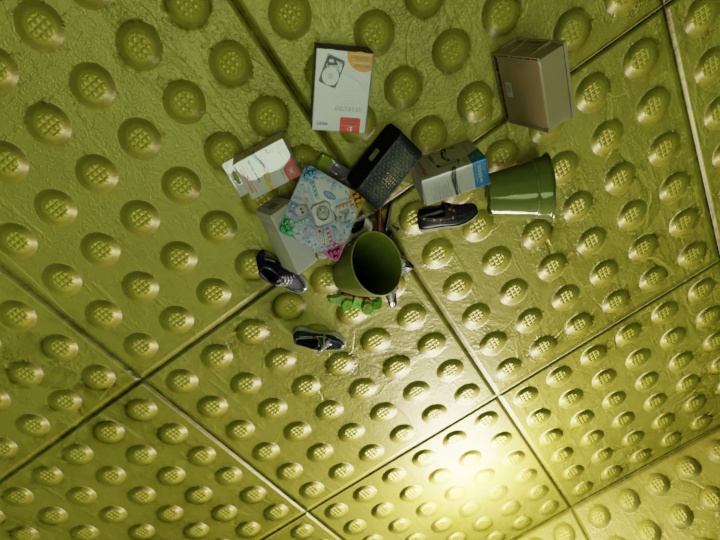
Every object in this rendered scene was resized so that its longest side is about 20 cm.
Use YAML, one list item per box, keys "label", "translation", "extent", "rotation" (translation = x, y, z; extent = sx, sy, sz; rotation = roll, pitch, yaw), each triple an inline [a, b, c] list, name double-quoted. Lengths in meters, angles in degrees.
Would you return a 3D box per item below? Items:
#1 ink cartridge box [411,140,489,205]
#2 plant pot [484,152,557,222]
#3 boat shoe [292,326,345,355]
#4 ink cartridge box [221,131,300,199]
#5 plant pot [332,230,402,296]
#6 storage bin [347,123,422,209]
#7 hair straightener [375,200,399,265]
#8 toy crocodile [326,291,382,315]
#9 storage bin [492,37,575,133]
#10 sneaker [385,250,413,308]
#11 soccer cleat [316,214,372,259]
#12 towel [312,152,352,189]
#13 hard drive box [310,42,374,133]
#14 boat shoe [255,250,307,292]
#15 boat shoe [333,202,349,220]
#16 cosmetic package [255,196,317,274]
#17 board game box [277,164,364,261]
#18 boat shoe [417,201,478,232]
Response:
- label: "ink cartridge box"
  translation: [0.254, -0.284, 1.531]
  extent: [0.193, 0.148, 0.086]
  rotation: [-18, 125, 0]
- label: "plant pot"
  translation: [0.473, -0.239, 1.595]
  extent: [0.183, 0.203, 0.206]
  rotation: [-6, 123, 6]
- label: "boat shoe"
  translation: [-0.139, 0.247, 1.818]
  extent: [0.194, 0.069, 0.075]
  rotation: [20, 116, -22]
- label: "ink cartridge box"
  translation: [-0.277, -0.282, 1.472]
  extent: [0.195, 0.068, 0.118]
  rotation: [-26, 122, 5]
- label: "plant pot"
  translation: [0.000, 0.000, 1.619]
  extent: [0.183, 0.193, 0.198]
  rotation: [27, 155, -25]
- label: "storage bin"
  translation: [0.064, -0.292, 1.481]
  extent: [0.093, 0.136, 0.201]
  rotation: [34, 102, -26]
- label: "hair straightener"
  translation: [0.087, -0.116, 1.637]
  extent: [0.074, 0.041, 0.208]
  rotation: [1, 106, -5]
- label: "toy crocodile"
  translation: [-0.019, 0.102, 1.758]
  extent: [0.193, 0.067, 0.064]
  rotation: [11, 100, -20]
- label: "storage bin"
  translation: [0.459, -0.498, 1.419]
  extent: [0.092, 0.198, 0.204]
  rotation: [-31, 124, -11]
- label: "sneaker"
  translation: [0.126, 0.026, 1.738]
  extent: [0.112, 0.076, 0.205]
  rotation: [-17, 122, -4]
- label: "soccer cleat"
  translation: [-0.053, -0.104, 1.612]
  extent: [0.196, 0.070, 0.085]
  rotation: [-29, 155, 2]
- label: "towel"
  translation: [-0.069, -0.241, 1.566]
  extent: [0.197, 0.023, 0.145]
  rotation: [30, 112, -26]
- label: "hard drive box"
  translation: [-0.052, -0.478, 1.394]
  extent: [0.150, 0.078, 0.206]
  rotation: [0, 121, -11]
- label: "boat shoe"
  translation: [-0.244, 0.027, 1.650]
  extent: [0.198, 0.094, 0.075]
  rotation: [35, 110, -27]
- label: "boat shoe"
  translation: [-0.116, -0.142, 1.584]
  extent: [0.070, 0.071, 0.199]
  rotation: [43, 119, -10]
- label: "cosmetic package"
  translation: [-0.216, -0.102, 1.550]
  extent: [0.084, 0.106, 0.204]
  rotation: [-38, 124, -24]
- label: "board game box"
  translation: [-0.106, -0.160, 1.490]
  extent: [0.196, 0.026, 0.205]
  rotation: [26, 86, -19]
- label: "boat shoe"
  translation: [0.271, -0.175, 1.644]
  extent: [0.194, 0.075, 0.064]
  rotation: [-12, 131, 1]
